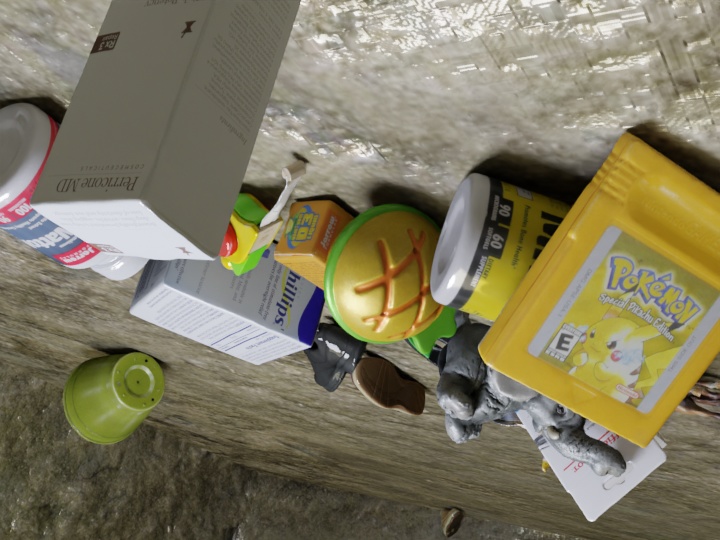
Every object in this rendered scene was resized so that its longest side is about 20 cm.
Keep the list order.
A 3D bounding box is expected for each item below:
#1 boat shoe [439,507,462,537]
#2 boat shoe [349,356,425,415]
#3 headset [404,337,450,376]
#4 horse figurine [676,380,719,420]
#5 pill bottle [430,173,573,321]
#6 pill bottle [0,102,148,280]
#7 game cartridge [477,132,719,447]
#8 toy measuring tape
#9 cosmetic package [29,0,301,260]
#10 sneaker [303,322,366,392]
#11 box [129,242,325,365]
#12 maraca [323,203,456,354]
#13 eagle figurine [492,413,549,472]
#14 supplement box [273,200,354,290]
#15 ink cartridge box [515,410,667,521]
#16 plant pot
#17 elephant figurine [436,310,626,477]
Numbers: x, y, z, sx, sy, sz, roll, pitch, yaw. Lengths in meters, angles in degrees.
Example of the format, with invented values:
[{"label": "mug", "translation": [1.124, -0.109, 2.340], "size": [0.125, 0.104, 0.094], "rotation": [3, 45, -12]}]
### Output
[{"label": "boat shoe", "translation": [0.307, 0.871, 2.878], "size": [0.077, 0.071, 0.202], "rotation": [53, 156, 29]}, {"label": "boat shoe", "translation": [0.033, 0.196, 1.369], "size": [0.071, 0.074, 0.199], "rotation": [-2, 159, 37]}, {"label": "headset", "translation": [0.151, 0.111, 1.094], "size": [0.198, 0.095, 0.124], "rotation": [33, 163, 0]}, {"label": "horse figurine", "translation": [0.382, 0.139, 0.979], "size": [0.198, 0.051, 0.131], "rotation": [25, 171, -38]}, {"label": "pill bottle", "translation": [0.168, 0.000, 0.705], "size": [0.196, 0.117, 0.114], "rotation": [17, 160, -5]}, {"label": "pill bottle", "translation": [-0.311, -0.072, 0.872], "size": [0.117, 0.122, 0.200], "rotation": [3, 156, 31]}, {"label": "game cartridge", "translation": [0.214, 0.024, 0.636], "size": [0.174, 0.202, 0.033], "rotation": [27, -162, -17]}, {"label": "toy measuring tape", "translation": [-0.114, -0.065, 0.843], "size": [0.072, 0.075, 0.201], "rotation": [20, 142, -13]}, {"label": "cosmetic package", "translation": [-0.113, -0.113, 0.501], "size": [0.100, 0.204, 0.074], "rotation": [1, 156, 32]}, {"label": "sneaker", "translation": [-0.050, 0.125, 1.267], "size": [0.089, 0.077, 0.201], "rotation": [27, 152, -3]}, {"label": "box", "translation": [-0.166, 0.027, 1.035], "size": [0.197, 0.107, 0.183], "rotation": [25, 157, -21]}, {"label": "maraca", "translation": [0.043, 0.012, 0.815], "size": [0.198, 0.139, 0.107], "rotation": [26, -174, -41]}, {"label": "eagle figurine", "translation": [0.298, 0.233, 1.228], "size": [0.199, 0.150, 0.153], "rotation": [41, 121, 17]}, {"label": "supplement box", "translation": [0.000, 0.000, 0.893], "size": [0.068, 0.068, 0.199], "rotation": [1, 155, 46]}, {"label": "ink cartridge box", "translation": [0.265, 0.184, 0.947], "size": [0.116, 0.201, 0.067], "rotation": [-44, 131, 13]}, {"label": "plant pot", "translation": [-0.537, 0.271, 1.846], "size": [0.198, 0.204, 0.191], "rotation": [28, 144, -31]}, {"label": "elephant figurine", "translation": [0.195, 0.128, 0.921], "size": [0.196, 0.142, 0.158], "rotation": [-7, 118, 32]}]
